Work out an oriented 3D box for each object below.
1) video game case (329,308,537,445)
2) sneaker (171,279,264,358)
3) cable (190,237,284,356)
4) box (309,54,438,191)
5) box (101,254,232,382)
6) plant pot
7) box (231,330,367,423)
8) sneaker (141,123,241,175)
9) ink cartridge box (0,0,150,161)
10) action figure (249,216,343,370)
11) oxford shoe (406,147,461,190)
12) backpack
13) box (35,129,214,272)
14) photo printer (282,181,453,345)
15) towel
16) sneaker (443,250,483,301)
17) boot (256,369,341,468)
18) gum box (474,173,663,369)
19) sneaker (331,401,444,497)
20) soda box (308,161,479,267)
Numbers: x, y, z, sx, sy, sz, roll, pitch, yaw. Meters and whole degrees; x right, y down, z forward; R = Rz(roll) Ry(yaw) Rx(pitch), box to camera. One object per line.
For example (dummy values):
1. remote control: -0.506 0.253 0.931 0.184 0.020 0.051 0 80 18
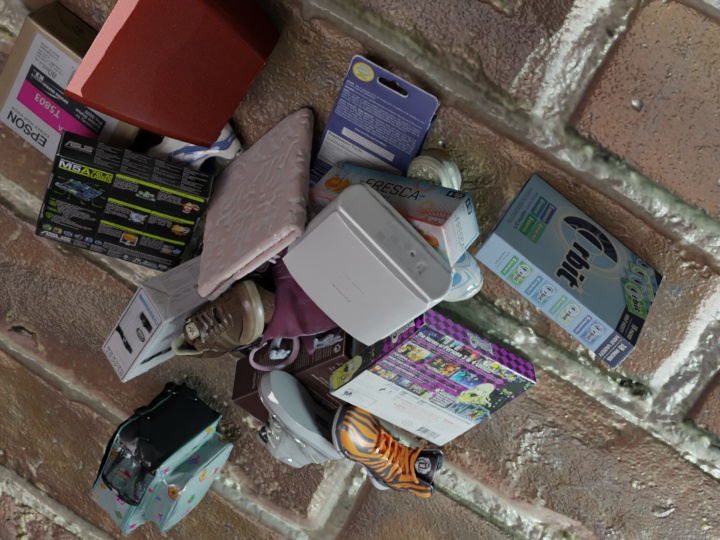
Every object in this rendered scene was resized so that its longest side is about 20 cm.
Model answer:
1. video game case: 0.091 0.138 1.710 0.199 0.036 0.181 28 131 -31
2. sneaker: -0.181 0.073 1.703 0.071 0.075 0.200 67 152 13
3. cable: -0.154 0.051 1.824 0.199 0.051 0.164 31 124 6
4. box: 0.015 -0.158 1.651 0.120 0.032 0.201 30 125 7
5. box: -0.261 0.065 1.801 0.060 0.116 0.200 54 145 10
6. plant pot: -0.206 -0.259 1.591 0.176 0.200 0.201 34 109 -9
7. box: -0.065 0.138 1.796 0.199 0.075 0.100 -25 134 30
8. sneaker: -0.238 -0.132 1.753 0.199 0.075 0.088 -35 99 34
9. ink cartridge box: -0.369 -0.222 1.765 0.199 0.075 0.165 37 123 2
10. action figure: -0.080 0.010 1.729 0.149 0.133 0.202 -47 50 55
11. oxford shoe: 0.092 -0.067 1.653 0.075 0.058 0.201 14 135 19
12. backpack: -0.289 0.281 1.930 0.153 0.176 0.200 44 128 2
13. box: -0.309 -0.084 1.751 0.198 0.048 0.194 16 143 -12
14. photo printer: 0.000 0.000 1.580 0.166 0.070 0.200 45 149 -5
15. towel: -0.127 -0.081 1.666 0.032 0.201 0.191 30 133 -30
16. sneaker: 0.065 0.002 1.645 0.199 0.072 0.073 -7 120 48
17. boot: -0.099 0.204 1.763 0.095 0.074 0.200 -22 137 20
18. gum box: 0.242 -0.003 1.547 0.199 0.170 0.045 38 125 1
19. sneaker: 0.046 0.235 1.775 0.111 0.078 0.200 6 154 33
20. soda box: 0.037 -0.068 1.592 0.199 0.068 0.064 17 140 35
